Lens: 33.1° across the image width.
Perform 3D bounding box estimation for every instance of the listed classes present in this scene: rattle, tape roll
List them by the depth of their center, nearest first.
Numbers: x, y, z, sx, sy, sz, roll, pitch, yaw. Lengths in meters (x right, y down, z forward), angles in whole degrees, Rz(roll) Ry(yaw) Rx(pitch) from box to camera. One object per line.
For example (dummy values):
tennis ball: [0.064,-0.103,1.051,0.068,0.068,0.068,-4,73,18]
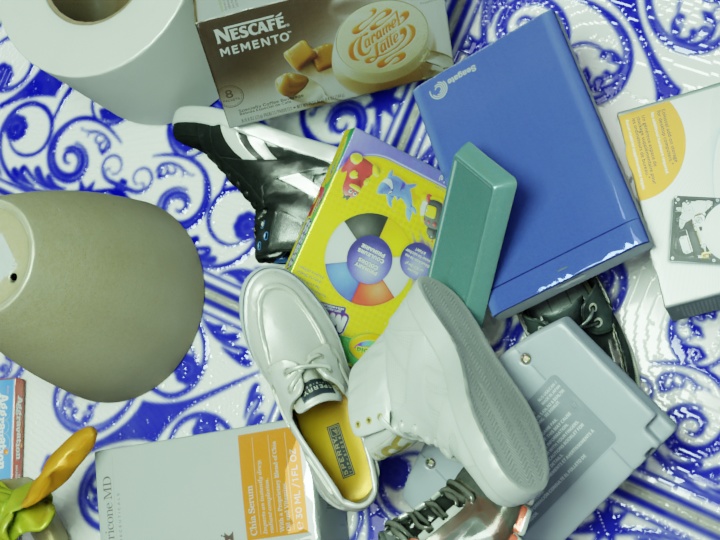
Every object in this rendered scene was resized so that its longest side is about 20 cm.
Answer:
rattle: [-0.240,0.255,1.020,0.141,0.130,0.202,-25,77,-1]
tape roll: [-0.205,-0.248,1.088,0.199,0.139,0.206,-4,79,19]

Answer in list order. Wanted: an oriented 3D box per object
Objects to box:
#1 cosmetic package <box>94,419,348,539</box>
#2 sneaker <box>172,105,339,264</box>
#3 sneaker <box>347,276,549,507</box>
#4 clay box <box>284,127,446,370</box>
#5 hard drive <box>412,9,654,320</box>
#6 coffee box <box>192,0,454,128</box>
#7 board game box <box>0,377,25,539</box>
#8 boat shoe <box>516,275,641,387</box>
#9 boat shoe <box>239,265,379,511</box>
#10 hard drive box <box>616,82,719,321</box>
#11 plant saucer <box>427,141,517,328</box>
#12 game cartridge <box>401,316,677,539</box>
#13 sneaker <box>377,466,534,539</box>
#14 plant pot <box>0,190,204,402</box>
cosmetic package: [-0.117,0.188,1.010,0.197,0.071,0.103,-12,76,17]
sneaker: [-0.092,-0.068,1.048,0.197,0.073,0.113,17,84,20]
sneaker: [0.056,0.112,0.867,0.116,0.073,0.201,-50,39,23]
clay box: [0.000,0.000,0.990,0.114,0.048,0.202,24,87,-12]
hard drive: [0.128,-0.082,0.932,0.131,0.025,0.203,-27,68,23]
coffee box: [-0.030,-0.205,0.996,0.197,0.115,0.080,-13,47,0]
board game box: [-0.360,0.204,1.121,0.101,0.019,0.204,-5,78,20]
boat shoe: [0.157,0.027,0.946,0.074,0.066,0.202,-23,73,13]
boat shoe: [-0.036,0.089,0.922,0.070,0.070,0.203,-20,88,-10]
hard drive box: [0.308,-0.065,0.905,0.197,0.077,0.158,-16,75,16]
plant saucer: [0.074,0.007,0.936,0.070,0.019,0.203,46,133,47]
game cartridge: [0.126,0.138,0.920,0.133,0.040,0.201,44,113,10]
sneaker: [0.057,0.193,0.864,0.081,0.077,0.202,28,85,-15]
plant pot: [-0.258,0.009,1.025,0.184,0.200,0.191,-3,79,18]
